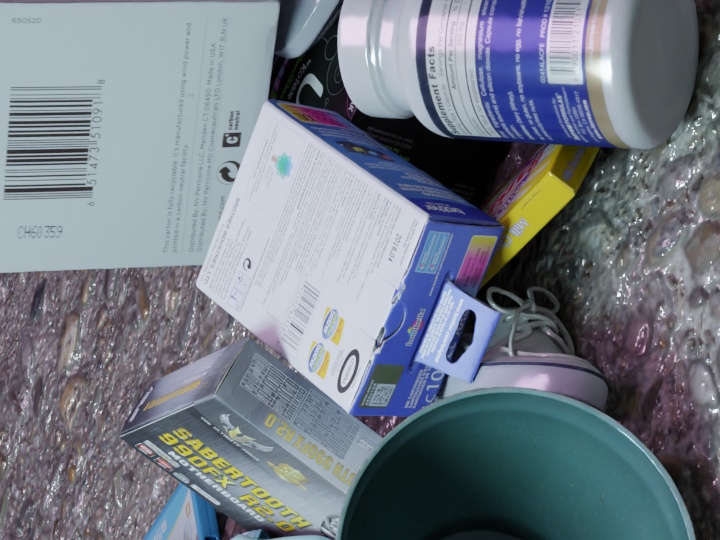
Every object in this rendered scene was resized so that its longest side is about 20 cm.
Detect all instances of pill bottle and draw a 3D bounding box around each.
[{"bbox_3d":[0.093,-0.135,1.400,0.199,0.116,0.116,6,82,31],"label":"pill bottle"}]

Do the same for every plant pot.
[{"bbox_3d":[0.079,0.182,1.312,0.134,0.199,0.201,103,168,-67],"label":"plant pot"}]

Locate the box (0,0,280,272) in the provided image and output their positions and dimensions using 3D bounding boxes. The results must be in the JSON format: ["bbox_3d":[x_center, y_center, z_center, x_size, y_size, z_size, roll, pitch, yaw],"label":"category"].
[{"bbox_3d":[-0.170,-0.115,1.541,0.131,0.199,0.200,-120,32,-54],"label":"box"}]

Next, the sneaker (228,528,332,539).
[{"bbox_3d":[-0.089,0.212,1.530,0.199,0.074,0.082,-8,34,38],"label":"sneaker"}]

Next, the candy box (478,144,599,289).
[{"bbox_3d":[0.083,-0.023,1.479,0.200,0.026,0.102,-46,10,38],"label":"candy box"}]

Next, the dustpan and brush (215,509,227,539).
[{"bbox_3d":[-0.108,0.258,1.693,0.200,0.057,0.140,146,121,-60],"label":"dustpan and brush"}]

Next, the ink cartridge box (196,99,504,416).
[{"bbox_3d":[0.000,0.000,1.437,0.200,0.076,0.137,38,113,42],"label":"ink cartridge box"}]

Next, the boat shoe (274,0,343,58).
[{"bbox_3d":[0.003,-0.225,1.537,0.073,0.068,0.200,20,86,53],"label":"boat shoe"}]

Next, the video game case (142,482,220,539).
[{"bbox_3d":[-0.122,0.261,1.622,0.143,0.018,0.201,124,143,-48],"label":"video game case"}]

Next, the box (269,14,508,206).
[{"bbox_3d":[-0.002,-0.074,1.608,0.201,0.124,0.149,-64,31,18],"label":"box"}]

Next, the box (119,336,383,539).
[{"bbox_3d":[-0.039,0.132,1.497,0.158,0.200,0.048,-24,32,59],"label":"box"}]

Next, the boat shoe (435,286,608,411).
[{"bbox_3d":[0.097,0.048,1.446,0.202,0.074,0.087,-10,61,67],"label":"boat shoe"}]
